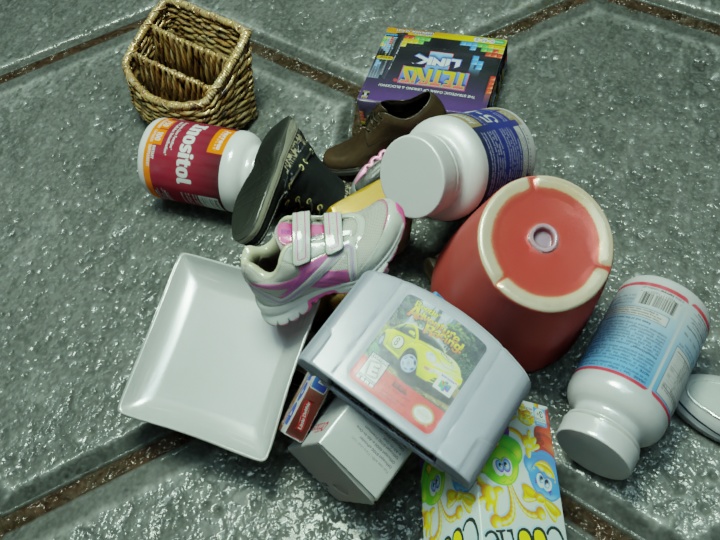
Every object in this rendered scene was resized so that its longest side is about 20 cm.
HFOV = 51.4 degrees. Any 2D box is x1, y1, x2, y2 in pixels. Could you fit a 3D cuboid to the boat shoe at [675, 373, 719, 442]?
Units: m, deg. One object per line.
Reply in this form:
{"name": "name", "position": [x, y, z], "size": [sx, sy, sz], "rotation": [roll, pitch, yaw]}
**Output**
{"name": "boat shoe", "position": [0.427, 0.151, 0.776], "size": [0.196, 0.067, 0.074], "rotation": [21, 60, 22]}

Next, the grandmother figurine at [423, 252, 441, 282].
{"name": "grandmother figurine", "position": [0.178, -0.029, 0.950], "size": [0.196, 0.061, 0.124], "rotation": [-23, 82, -11]}

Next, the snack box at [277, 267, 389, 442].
{"name": "snack box", "position": [-0.029, 0.086, 0.804], "size": [0.024, 0.072, 0.203], "rotation": [29, 77, -7]}

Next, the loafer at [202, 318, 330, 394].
{"name": "loafer", "position": [-0.113, 0.108, 0.889], "size": [0.194, 0.074, 0.073], "rotation": [3, 57, 13]}

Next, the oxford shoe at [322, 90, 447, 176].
{"name": "oxford shoe", "position": [0.026, -0.199, 1.059], "size": [0.196, 0.085, 0.074], "rotation": [-24, 41, 13]}

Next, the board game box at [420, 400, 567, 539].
{"name": "board game box", "position": [0.126, 0.235, 0.722], "size": [0.102, 0.103, 0.204], "rotation": [16, 53, -22]}

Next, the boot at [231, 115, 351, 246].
{"name": "boot", "position": [-0.076, -0.081, 0.956], "size": [0.072, 0.153, 0.207], "rotation": [-24, 38, 36]}

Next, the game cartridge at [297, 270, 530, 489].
{"name": "game cartridge", "position": [0.055, 0.090, 0.707], "size": [0.198, 0.041, 0.134], "rotation": [33, 62, 16]}

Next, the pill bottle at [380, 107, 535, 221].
{"name": "pill bottle", "position": [0.115, -0.125, 0.889], "size": [0.119, 0.122, 0.198], "rotation": [33, 32, 27]}

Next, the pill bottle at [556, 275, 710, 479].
{"name": "pill bottle", "position": [0.288, 0.113, 0.799], "size": [0.107, 0.110, 0.201], "rotation": [26, 63, 24]}

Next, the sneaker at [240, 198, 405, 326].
{"name": "sneaker", "position": [-0.045, -0.020, 0.780], "size": [0.197, 0.088, 0.082], "rotation": [-31, 40, 14]}

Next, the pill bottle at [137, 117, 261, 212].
{"name": "pill bottle", "position": [-0.204, -0.146, 1.053], "size": [0.195, 0.114, 0.115], "rotation": [11, 57, 16]}

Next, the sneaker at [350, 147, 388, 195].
{"name": "sneaker", "position": [0.082, -0.119, 1.006], "size": [0.196, 0.079, 0.097], "rotation": [-20, 70, -19]}

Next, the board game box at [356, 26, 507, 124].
{"name": "board game box", "position": [0.111, -0.286, 1.135], "size": [0.195, 0.057, 0.168], "rotation": [11, 57, 16]}

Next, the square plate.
{"name": "square plate", "position": [-0.157, 0.094, 0.855], "size": [0.195, 0.029, 0.203], "rotation": [13, 71, 19]}

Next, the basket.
{"name": "basket", "position": [-0.269, -0.301, 1.134], "size": [0.197, 0.151, 0.142], "rotation": [30, 50, 25]}

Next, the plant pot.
{"name": "plant pot", "position": [0.182, -0.003, 0.821], "size": [0.194, 0.178, 0.206], "rotation": [0, 72, -1]}

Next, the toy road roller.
{"name": "toy road roller", "position": [0.000, 0.000, 0.922], "size": [0.197, 0.123, 0.147], "rotation": [-32, 71, -12]}

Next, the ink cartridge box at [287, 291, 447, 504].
{"name": "ink cartridge box", "position": [0.026, 0.136, 0.792], "size": [0.084, 0.145, 0.201], "rotation": [42, 67, -3]}
